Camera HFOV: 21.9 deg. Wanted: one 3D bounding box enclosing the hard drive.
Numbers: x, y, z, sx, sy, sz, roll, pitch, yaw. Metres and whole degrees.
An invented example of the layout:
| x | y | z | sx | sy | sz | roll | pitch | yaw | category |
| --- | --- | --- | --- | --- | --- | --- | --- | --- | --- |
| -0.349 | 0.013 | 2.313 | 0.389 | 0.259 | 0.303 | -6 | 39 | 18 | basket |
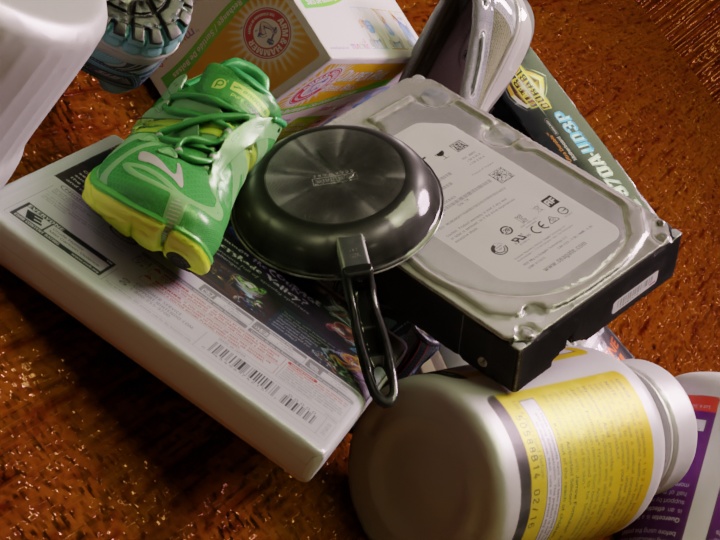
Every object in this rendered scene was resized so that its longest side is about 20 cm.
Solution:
| x | y | z | sx | sy | sz | roll | pitch | yaw | category |
| --- | --- | --- | --- | --- | --- | --- | --- | --- | --- |
| 0.056 | -0.028 | 1.022 | 0.140 | 0.038 | 0.200 | -32 | 52 | -33 | hard drive |

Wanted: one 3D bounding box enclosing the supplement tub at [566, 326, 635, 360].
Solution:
| x | y | z | sx | sy | sz | roll | pitch | yaw | category |
| --- | --- | --- | --- | --- | --- | --- | --- | --- | --- |
| 0.119 | 0.068 | 1.215 | 0.200 | 0.107 | 0.107 | 47 | 20 | -10 | supplement tub |

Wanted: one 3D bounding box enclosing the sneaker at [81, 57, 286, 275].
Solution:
| x | y | z | sx | sy | sz | roll | pitch | yaw | category |
| --- | --- | --- | --- | --- | --- | --- | --- | --- | --- |
| -0.084 | -0.062 | 0.927 | 0.074 | 0.084 | 0.200 | 31 | 20 | -10 | sneaker |

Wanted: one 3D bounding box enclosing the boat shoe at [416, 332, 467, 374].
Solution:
| x | y | z | sx | sy | sz | roll | pitch | yaw | category |
| --- | --- | --- | --- | --- | --- | --- | --- | --- | --- |
| 0.043 | 0.017 | 1.134 | 0.068 | 0.075 | 0.200 | -7 | 70 | -24 | boat shoe |

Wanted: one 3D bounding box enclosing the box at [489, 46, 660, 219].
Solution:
| x | y | z | sx | sy | sz | roll | pitch | yaw | category |
| --- | --- | --- | --- | --- | --- | --- | --- | --- | --- |
| 0.128 | -0.053 | 1.366 | 0.159 | 0.046 | 0.200 | 55 | -20 | 9 | box |

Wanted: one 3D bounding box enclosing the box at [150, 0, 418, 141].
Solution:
| x | y | z | sx | sy | sz | roll | pitch | yaw | category |
| --- | --- | --- | --- | --- | --- | --- | --- | --- | --- |
| -0.051 | -0.149 | 1.207 | 0.101 | 0.112 | 0.200 | 58 | 21 | 6 | box |

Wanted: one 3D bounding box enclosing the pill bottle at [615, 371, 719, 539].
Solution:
| x | y | z | sx | sy | sz | roll | pitch | yaw | category |
| --- | --- | --- | --- | --- | --- | --- | --- | --- | --- |
| 0.210 | 0.169 | 1.116 | 0.112 | 0.112 | 0.200 | 36 | 65 | -37 | pill bottle |

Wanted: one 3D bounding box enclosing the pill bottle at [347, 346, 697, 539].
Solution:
| x | y | z | sx | sy | sz | roll | pitch | yaw | category |
| --- | --- | --- | --- | --- | --- | --- | --- | --- | --- |
| 0.097 | 0.100 | 1.022 | 0.200 | 0.111 | 0.111 | -8 | 59 | -46 | pill bottle |

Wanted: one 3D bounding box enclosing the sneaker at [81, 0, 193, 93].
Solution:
| x | y | z | sx | sy | sz | roll | pitch | yaw | category |
| --- | --- | --- | --- | --- | --- | --- | --- | --- | --- |
| -0.192 | -0.152 | 0.981 | 0.200 | 0.086 | 0.078 | 29 | 54 | -6 | sneaker |

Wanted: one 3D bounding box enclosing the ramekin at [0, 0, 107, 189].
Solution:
| x | y | z | sx | sy | sz | roll | pitch | yaw | category |
| --- | --- | --- | --- | --- | --- | --- | --- | --- | --- |
| -0.209 | -0.134 | 0.826 | 0.200 | 0.098 | 0.201 | 39 | 20 | -17 | ramekin |

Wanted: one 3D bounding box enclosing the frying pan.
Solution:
| x | y | z | sx | sy | sz | roll | pitch | yaw | category |
| --- | --- | --- | --- | --- | --- | --- | --- | --- | --- |
| -0.020 | -0.014 | 0.961 | 0.031 | 0.115 | 0.190 | 87 | 14 | -44 | frying pan |

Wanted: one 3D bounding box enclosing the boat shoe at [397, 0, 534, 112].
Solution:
| x | y | z | sx | sy | sz | roll | pitch | yaw | category |
| --- | --- | --- | --- | --- | --- | --- | --- | --- | --- |
| 0.043 | -0.099 | 1.221 | 0.074 | 0.202 | 0.065 | 36 | 13 | 35 | boat shoe |

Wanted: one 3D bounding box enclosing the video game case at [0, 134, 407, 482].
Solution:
| x | y | z | sx | sy | sz | roll | pitch | yaw | category |
| --- | --- | --- | --- | --- | --- | --- | --- | --- | --- |
| -0.080 | 0.012 | 0.921 | 0.200 | 0.023 | 0.182 | 35 | 20 | 3 | video game case |

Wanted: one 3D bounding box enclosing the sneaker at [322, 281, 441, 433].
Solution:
| x | y | z | sx | sy | sz | roll | pitch | yaw | category |
| --- | --- | --- | --- | --- | --- | --- | --- | --- | --- |
| 0.000 | 0.000 | 1.083 | 0.079 | 0.096 | 0.200 | 34 | 26 | -42 | sneaker |
